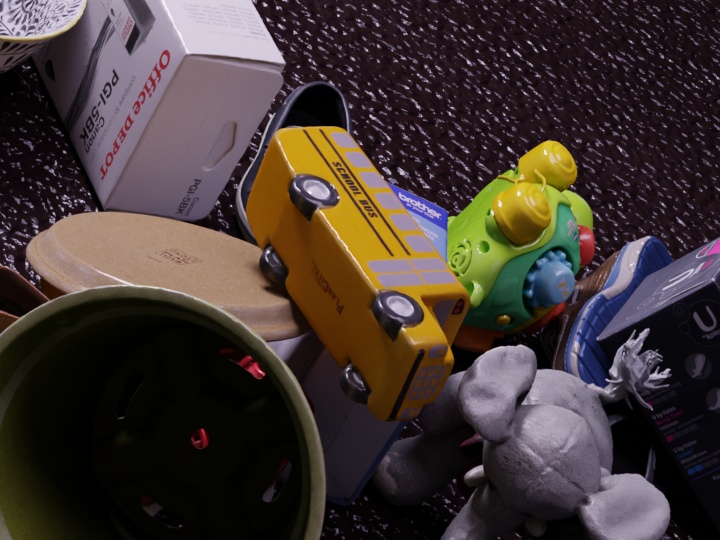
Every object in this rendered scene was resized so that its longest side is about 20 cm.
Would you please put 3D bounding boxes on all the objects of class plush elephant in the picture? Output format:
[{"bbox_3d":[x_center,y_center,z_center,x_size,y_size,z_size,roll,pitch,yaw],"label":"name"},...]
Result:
[{"bbox_3d":[0.102,0.125,1.620,0.165,0.200,0.155,45,20,6],"label":"plush elephant"}]

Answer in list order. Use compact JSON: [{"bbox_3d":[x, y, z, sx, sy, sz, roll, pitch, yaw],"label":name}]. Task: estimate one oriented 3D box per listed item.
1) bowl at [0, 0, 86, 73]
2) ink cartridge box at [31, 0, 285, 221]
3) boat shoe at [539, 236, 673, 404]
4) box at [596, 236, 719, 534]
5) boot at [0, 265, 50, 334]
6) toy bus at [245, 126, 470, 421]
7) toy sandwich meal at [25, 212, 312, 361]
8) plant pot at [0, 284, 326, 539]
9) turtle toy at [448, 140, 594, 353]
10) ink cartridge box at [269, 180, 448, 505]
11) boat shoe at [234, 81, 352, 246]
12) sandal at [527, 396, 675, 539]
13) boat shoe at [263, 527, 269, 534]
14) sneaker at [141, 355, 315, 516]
[{"bbox_3d":[-0.294,-0.188,1.802,0.200,0.094,0.201,22,34,-16],"label":"bowl"},{"bbox_3d":[-0.148,-0.155,1.835,0.082,0.147,0.201,5,40,-36],"label":"ink cartridge box"},{"bbox_3d":[0.171,0.047,1.908,0.073,0.072,0.200,59,32,-10],"label":"boat shoe"},{"bbox_3d":[0.273,0.087,1.853,0.201,0.106,0.122,57,31,-6],"label":"box"},{"bbox_3d":[-0.272,0.039,1.458,0.199,0.156,0.077,30,32,-5],"label":"boot"},{"bbox_3d":[0.000,0.000,1.585,0.078,0.065,0.200,-3,42,-35],"label":"toy bus"},{"bbox_3d":[-0.121,0.022,1.640,0.203,0.071,0.205,14,16,-4],"label":"toy sandwich meal"},{"bbox_3d":[-0.103,0.102,1.421,0.200,0.201,0.184,36,7,5],"label":"plant pot"},{"bbox_3d":[0.110,-0.013,1.899,0.101,0.145,0.200,51,31,-8],"label":"turtle toy"},{"bbox_3d":[-0.005,0.032,1.719,0.076,0.137,0.201,24,33,-15],"label":"ink cartridge box"},{"bbox_3d":[-0.042,-0.069,1.894,0.074,0.062,0.201,27,34,-12],"label":"boat shoe"},{"bbox_3d":[0.173,0.139,1.819,0.076,0.043,0.200,36,32,5],"label":"sandal"},{"bbox_3d":[-0.056,0.222,1.486,0.064,0.071,0.201,26,42,-5],"label":"boat shoe"},{"bbox_3d":[-0.113,0.091,1.566,0.199,0.116,0.078,-6,48,-45],"label":"sneaker"}]
